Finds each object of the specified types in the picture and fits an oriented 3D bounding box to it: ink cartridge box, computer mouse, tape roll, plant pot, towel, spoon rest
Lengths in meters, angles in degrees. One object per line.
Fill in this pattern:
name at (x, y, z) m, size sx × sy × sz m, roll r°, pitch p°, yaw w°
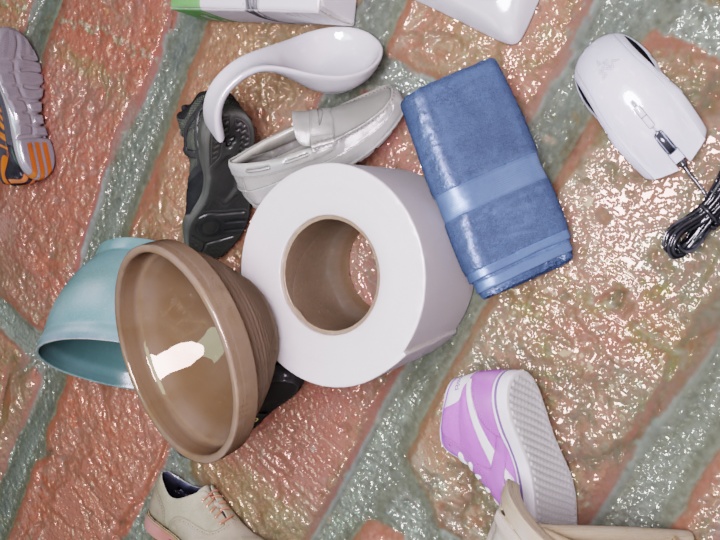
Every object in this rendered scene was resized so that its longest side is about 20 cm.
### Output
ink cartridge box at (-0.097, -0.341, 0.830) m, size 0.195 × 0.084 × 0.151 m, roll 12°, pitch 99°, yaw 27°
computer mouse at (0.254, -0.120, 0.683) m, size 0.109 × 0.044 × 0.202 m, roll -42°, pitch 75°, yaw 25°
tape roll at (0.000, 0.000, 0.775) m, size 0.198 × 0.138 × 0.209 m, roll 3°, pitch 96°, yaw 27°
plant pot at (-0.255, 0.047, 0.901) m, size 0.196 × 0.200 × 0.138 m, roll -8°, pitch 64°, yaw 28°
plant pot at (-0.140, 0.064, 0.731) m, size 0.198 × 0.092 × 0.206 m, roll 20°, pitch 120°, yaw 40°
towel at (0.117, -0.084, 0.733) m, size 0.109 × 0.049 × 0.205 m, roll -20°, pitch 87°, yaw -12°
spoon rest at (-0.067, -0.198, 0.786) m, size 0.197 × 0.061 × 0.100 m, roll -29°, pitch 51°, yaw -16°

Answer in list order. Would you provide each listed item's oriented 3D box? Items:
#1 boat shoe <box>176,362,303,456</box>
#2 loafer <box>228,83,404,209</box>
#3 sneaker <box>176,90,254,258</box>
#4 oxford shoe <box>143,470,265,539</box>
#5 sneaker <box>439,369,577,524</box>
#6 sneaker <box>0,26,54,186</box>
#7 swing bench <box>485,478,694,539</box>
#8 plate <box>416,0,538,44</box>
boat shoe at (-0.135, 0.157, 0.888) m, size 0.199 × 0.073 × 0.064 m, roll -31°, pitch 40°, yaw 31°
loafer at (-0.046, -0.135, 0.808) m, size 0.197 × 0.070 × 0.071 m, roll -31°, pitch 37°, yaw 11°
sneaker at (-0.169, -0.115, 0.898) m, size 0.115 × 0.074 × 0.203 m, roll -118°, pitch 32°, yaw -46°
oxford shoe at (-0.179, 0.300, 0.934) m, size 0.195 × 0.070 × 0.076 m, roll 13°, pitch 98°, yaw 26°
sneaker at (0.139, 0.195, 0.767) m, size 0.113 × 0.072 × 0.206 m, roll -13°, pitch 93°, yaw 47°
sneaker at (-0.481, -0.213, 1.049) m, size 0.109 × 0.077 × 0.206 m, roll -7°, pitch 91°, yaw 27°
swing bench at (0.184, 0.318, 0.663) m, size 0.195 × 0.130 × 0.204 m, roll 16°, pitch 105°, yaw -8°
plate at (0.107, -0.350, 0.751) m, size 0.197 × 0.032 × 0.204 m, roll 31°, pitch 108°, yaw 22°
